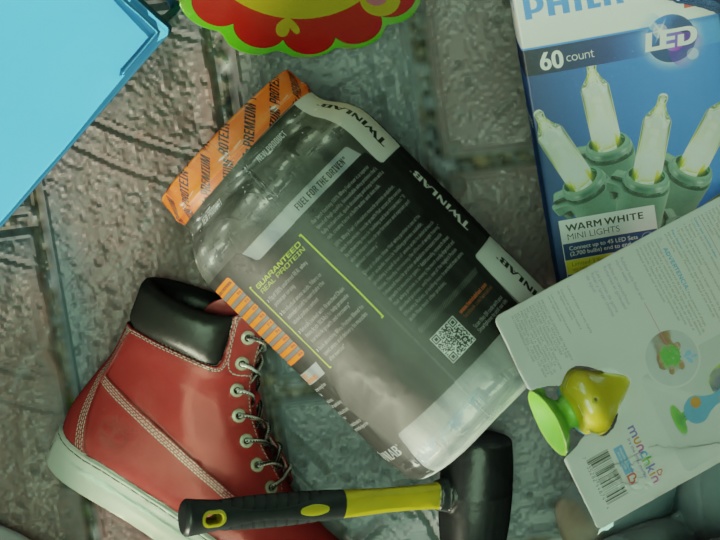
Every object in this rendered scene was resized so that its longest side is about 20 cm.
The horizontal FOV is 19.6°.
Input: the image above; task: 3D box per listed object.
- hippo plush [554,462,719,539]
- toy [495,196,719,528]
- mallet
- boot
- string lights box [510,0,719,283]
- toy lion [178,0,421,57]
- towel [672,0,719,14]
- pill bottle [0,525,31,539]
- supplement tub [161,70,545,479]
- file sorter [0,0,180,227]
[{"bbox_3d":[0.206,0.149,1.110,0.159,0.201,0.161,-25,127,20],"label":"hippo plush"},{"bbox_3d":[0.171,0.032,1.043,0.199,0.047,0.116,-27,91,-17],"label":"toy"},{"bbox_3d":[-0.002,0.114,1.109,0.199,0.041,0.066,7,96,-30],"label":"mallet"},{"bbox_3d":[-0.054,0.093,1.135,0.199,0.072,0.145,31,102,-1],"label":"boot"},{"bbox_3d":[0.140,-0.068,1.075,0.102,0.059,0.201,-10,114,5],"label":"string lights box"},{"bbox_3d":[-0.055,-0.193,1.036,0.199,0.069,0.192,11,134,-7],"label":"toy lion"},{"bbox_3d":[0.163,-0.230,0.989,0.111,0.049,0.201,13,86,5],"label":"towel"},{"bbox_3d":[-0.241,0.246,1.161,0.106,0.106,0.201,19,104,-2],"label":"pill bottle"},{"bbox_3d":[0.000,0.000,1.075,0.200,0.123,0.123,45,102,-1],"label":"supplement tub"},{"bbox_3d":[-0.205,-0.104,1.065,0.139,0.123,0.200,41,102,-8],"label":"file sorter"}]
